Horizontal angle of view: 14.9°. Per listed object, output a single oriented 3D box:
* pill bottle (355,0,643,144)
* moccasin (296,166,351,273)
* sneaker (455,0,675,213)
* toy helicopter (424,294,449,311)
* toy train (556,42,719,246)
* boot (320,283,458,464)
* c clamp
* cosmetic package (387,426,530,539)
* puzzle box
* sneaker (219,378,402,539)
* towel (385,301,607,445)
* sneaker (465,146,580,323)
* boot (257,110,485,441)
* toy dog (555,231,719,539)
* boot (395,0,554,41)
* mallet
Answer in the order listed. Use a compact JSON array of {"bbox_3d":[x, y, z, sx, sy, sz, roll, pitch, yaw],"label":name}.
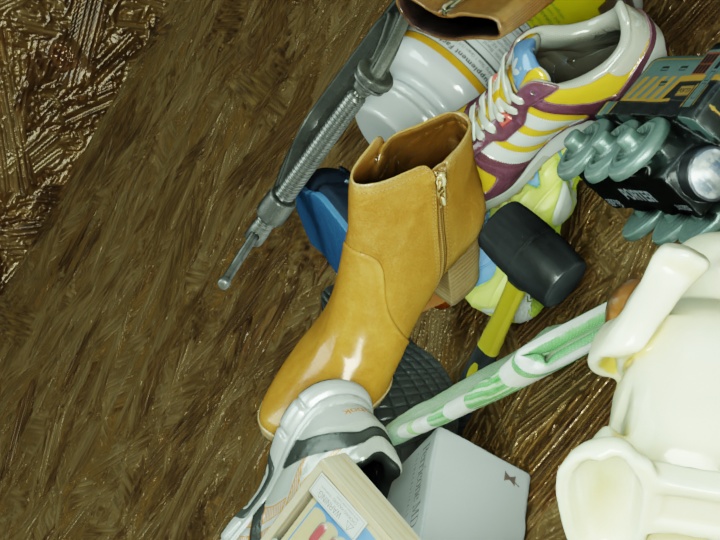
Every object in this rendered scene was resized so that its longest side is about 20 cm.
[{"bbox_3d":[0.092,-0.148,1.874,0.200,0.109,0.109,-44,11,-14],"label":"pill bottle"},{"bbox_3d":[0.003,-0.040,1.850,0.068,0.081,0.200,-20,23,-8],"label":"moccasin"},{"bbox_3d":[0.099,-0.106,1.728,0.199,0.090,0.075,-30,53,12],"label":"sneaker"},{"bbox_3d":[0.085,-0.034,1.880,0.200,0.079,0.132,-41,16,23],"label":"toy helicopter"},{"bbox_3d":[0.189,-0.077,1.607,0.114,0.085,0.200,-49,11,-6],"label":"toy train"},{"bbox_3d":[0.020,0.110,1.813,0.200,0.069,0.132,-106,13,-53],"label":"boot"},{"bbox_3d":[-0.020,-0.094,1.831,0.200,0.027,0.171,-54,8,29],"label":"c clamp"},{"bbox_3d":[0.018,0.198,1.684,0.200,0.071,0.102,-49,20,39],"label":"cosmetic package"},{"bbox_3d":[0.011,0.216,1.499,0.025,0.200,0.133,-9,-39,-53],"label":"puzzle box"},{"bbox_3d":[-0.038,0.167,1.644,0.080,0.073,0.201,46,120,52],"label":"sneaker"},{"bbox_3d":[0.107,0.047,1.602,0.152,0.023,0.200,-28,-1,-26],"label":"towel"},{"bbox_3d":[0.099,-0.070,1.798,0.076,0.105,0.201,64,-133,-67],"label":"sneaker"},{"bbox_3d":[0.001,0.000,1.672,0.201,0.071,0.144,-43,-36,-26],"label":"boot"},{"bbox_3d":[0.176,0.070,1.330,0.195,0.139,0.201,82,-166,-45],"label":"toy dog"},{"bbox_3d":[0.147,-0.205,1.736,0.200,0.069,0.188,-34,33,-33],"label":"boot"},{"bbox_3d":[0.090,0.050,1.745,0.041,0.066,0.201,-27,-37,-42],"label":"mallet"}]
